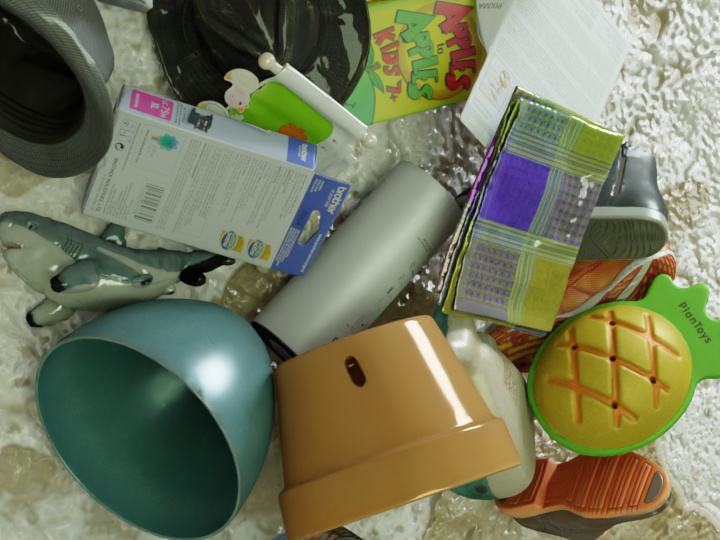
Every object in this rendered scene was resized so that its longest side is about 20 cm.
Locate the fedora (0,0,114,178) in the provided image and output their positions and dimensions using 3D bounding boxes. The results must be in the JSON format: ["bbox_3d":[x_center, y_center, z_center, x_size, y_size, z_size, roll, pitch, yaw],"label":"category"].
[{"bbox_3d":[-0.259,-0.178,1.457,0.200,0.177,0.091,41,51,-12],"label":"fedora"}]

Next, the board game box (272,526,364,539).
[{"bbox_3d":[-0.042,0.308,1.593,0.159,0.200,0.097,-30,108,-19],"label":"board game box"}]

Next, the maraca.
[{"bbox_3d":[0.244,0.085,1.677,0.199,0.107,0.137,-32,70,-7],"label":"maraca"}]

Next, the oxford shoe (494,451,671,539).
[{"bbox_3d":[0.215,0.209,1.707,0.073,0.199,0.072,43,61,-27],"label":"oxford shoe"}]

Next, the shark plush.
[{"bbox_3d":[-0.196,-0.014,1.545,0.199,0.091,0.084,-6,69,-15],"label":"shark plush"}]

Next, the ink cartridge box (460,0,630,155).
[{"bbox_3d":[0.151,-0.171,1.651,0.163,0.057,0.201,43,66,-38],"label":"ink cartridge box"}]

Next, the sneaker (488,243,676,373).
[{"bbox_3d":[0.200,0.029,1.745,0.199,0.077,0.073,-30,130,-3],"label":"sneaker"}]

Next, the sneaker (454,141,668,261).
[{"bbox_3d":[0.180,-0.066,1.721,0.198,0.107,0.075,5,135,-2],"label":"sneaker"}]

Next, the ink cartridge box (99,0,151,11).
[{"bbox_3d":[-0.163,-0.287,1.434,0.057,0.200,0.164,10,92,-16],"label":"ink cartridge box"}]

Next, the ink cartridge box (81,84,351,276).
[{"bbox_3d":[-0.118,-0.070,1.531,0.199,0.042,0.120,18,131,-11],"label":"ink cartridge box"}]

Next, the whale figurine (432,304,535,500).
[{"bbox_3d":[0.088,0.117,1.658,0.103,0.160,0.201,-12,133,17],"label":"whale figurine"}]

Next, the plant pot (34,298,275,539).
[{"bbox_3d":[-0.147,0.102,1.535,0.135,0.199,0.201,-46,117,-44],"label":"plant pot"}]

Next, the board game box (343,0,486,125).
[{"bbox_3d":[0.025,-0.186,1.633,0.199,0.048,0.102,-16,104,-22],"label":"board game box"}]

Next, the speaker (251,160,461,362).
[{"bbox_3d":[0.000,0.000,1.632,0.200,0.081,0.081,-48,114,-11],"label":"speaker"}]

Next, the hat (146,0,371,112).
[{"bbox_3d":[-0.083,-0.208,1.523,0.199,0.081,0.202,0,90,-2],"label":"hat"}]

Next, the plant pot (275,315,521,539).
[{"bbox_3d":[0.014,0.124,1.518,0.199,0.200,0.141,-17,83,-22],"label":"plant pot"}]

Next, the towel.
[{"bbox_3d":[0.147,-0.044,1.613,0.143,0.023,0.201,18,94,-39],"label":"towel"}]

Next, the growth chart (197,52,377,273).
[{"bbox_3d":[-0.085,-0.089,1.551,0.144,0.018,0.200,28,128,-22],"label":"growth chart"}]
